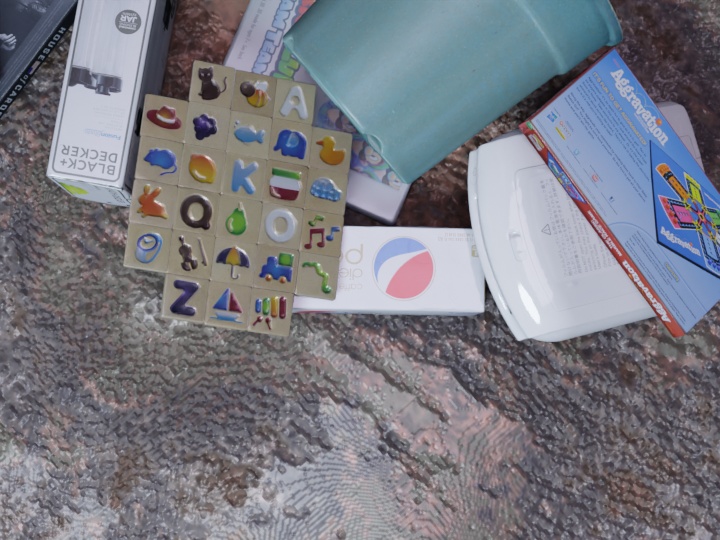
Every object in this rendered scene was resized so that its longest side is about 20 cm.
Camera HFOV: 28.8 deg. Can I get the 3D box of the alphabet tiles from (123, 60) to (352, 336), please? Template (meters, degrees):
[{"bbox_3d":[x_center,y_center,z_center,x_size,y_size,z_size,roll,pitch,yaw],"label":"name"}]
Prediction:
[{"bbox_3d":[-0.091,-0.055,1.070,0.165,0.006,0.202,9,78,-15],"label":"alphabet tiles"}]

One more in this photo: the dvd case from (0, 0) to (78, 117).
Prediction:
[{"bbox_3d":[-0.332,-0.222,1.120,0.200,0.025,0.151,42,99,11],"label":"dvd case"}]

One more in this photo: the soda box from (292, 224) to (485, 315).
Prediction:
[{"bbox_3d":[0.000,0.000,1.121,0.198,0.064,0.069,1,86,-2],"label":"soda box"}]

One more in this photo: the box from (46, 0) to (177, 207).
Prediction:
[{"bbox_3d":[-0.190,-0.158,1.102,0.059,0.117,0.202,9,86,-1],"label":"box"}]

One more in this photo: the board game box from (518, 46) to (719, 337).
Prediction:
[{"bbox_3d":[0.215,-0.060,1.066,0.103,0.019,0.201,-39,96,-22],"label":"board game box"}]

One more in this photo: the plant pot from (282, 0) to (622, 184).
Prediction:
[{"bbox_3d":[0.058,-0.184,1.060,0.196,0.200,0.201,-41,88,4],"label":"plant pot"}]

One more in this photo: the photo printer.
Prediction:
[{"bbox_3d":[0.180,-0.037,1.097,0.198,0.069,0.168,-13,86,-24],"label":"photo printer"}]

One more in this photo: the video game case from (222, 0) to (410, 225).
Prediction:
[{"bbox_3d":[-0.017,-0.164,1.153,0.181,0.024,0.202,23,85,0],"label":"video game case"}]
